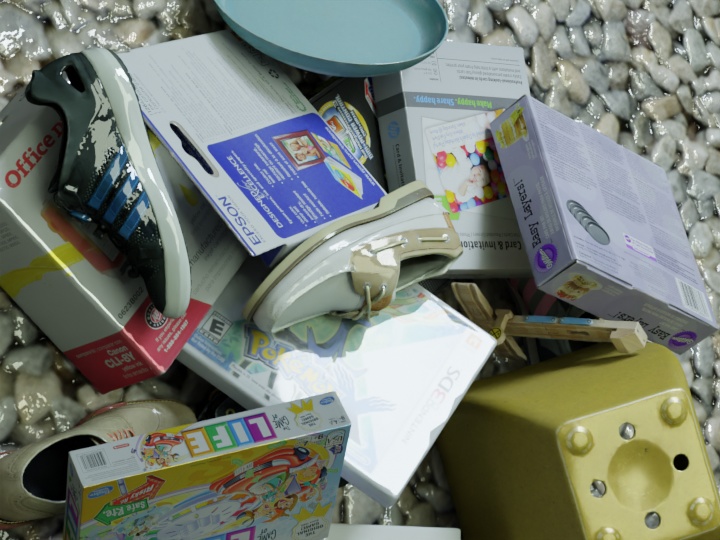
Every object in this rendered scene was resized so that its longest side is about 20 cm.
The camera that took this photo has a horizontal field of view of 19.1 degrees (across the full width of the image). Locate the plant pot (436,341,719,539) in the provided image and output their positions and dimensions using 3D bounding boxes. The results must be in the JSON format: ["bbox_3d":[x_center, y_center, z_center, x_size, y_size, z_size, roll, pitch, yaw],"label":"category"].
[{"bbox_3d":[0.194,0.166,1.734,0.195,0.200,0.195,-16,89,-15],"label":"plant pot"}]

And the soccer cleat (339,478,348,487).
[{"bbox_3d":[-0.012,0.073,1.709,0.067,0.081,0.200,16,68,-37],"label":"soccer cleat"}]

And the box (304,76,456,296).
[{"bbox_3d":[0.026,-0.077,1.809,0.160,0.044,0.200,-39,104,-42],"label":"box"}]

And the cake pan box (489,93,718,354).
[{"bbox_3d":[0.208,-0.038,1.803,0.200,0.052,0.184,22,43,-40],"label":"cake pan box"}]

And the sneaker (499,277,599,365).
[{"bbox_3d":[0.174,0.012,1.886,0.070,0.082,0.200,-22,93,-42],"label":"sneaker"}]

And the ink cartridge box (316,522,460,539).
[{"bbox_3d":[0.006,0.300,1.657,0.145,0.084,0.200,8,73,-38],"label":"ink cartridge box"}]

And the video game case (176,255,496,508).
[{"bbox_3d":[-0.016,0.059,1.637,0.200,0.022,0.182,35,51,1],"label":"video game case"}]

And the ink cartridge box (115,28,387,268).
[{"bbox_3d":[-0.095,-0.094,1.637,0.198,0.047,0.200,51,35,11],"label":"ink cartridge box"}]

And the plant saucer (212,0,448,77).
[{"bbox_3d":[-0.028,-0.209,1.740,0.200,0.027,0.200,10,33,-7],"label":"plant saucer"}]

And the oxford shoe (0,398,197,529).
[{"bbox_3d":[-0.185,0.139,1.545,0.200,0.075,0.071,-23,93,-42],"label":"oxford shoe"}]

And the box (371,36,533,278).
[{"bbox_3d":[0.088,-0.094,1.812,0.156,0.041,0.200,0,79,-42],"label":"box"}]

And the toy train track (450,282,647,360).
[{"bbox_3d":[0.140,0.057,1.769,0.115,0.200,0.033,52,50,-45],"label":"toy train track"}]

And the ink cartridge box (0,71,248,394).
[{"bbox_3d":[-0.198,-0.033,1.578,0.200,0.083,0.145,49,52,-20],"label":"ink cartridge box"}]

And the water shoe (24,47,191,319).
[{"bbox_3d":[-0.180,-0.055,1.512,0.079,0.071,0.200,-19,92,-14],"label":"water shoe"}]

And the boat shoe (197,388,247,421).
[{"bbox_3d":[-0.084,0.095,1.648,0.091,0.071,0.201,6,73,-38],"label":"boat shoe"}]

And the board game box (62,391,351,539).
[{"bbox_3d":[-0.111,0.161,1.526,0.200,0.135,0.034,-12,50,-21],"label":"board game box"}]

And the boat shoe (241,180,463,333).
[{"bbox_3d":[0.000,0.000,1.622,0.200,0.075,0.068,-33,75,-34],"label":"boat shoe"}]
